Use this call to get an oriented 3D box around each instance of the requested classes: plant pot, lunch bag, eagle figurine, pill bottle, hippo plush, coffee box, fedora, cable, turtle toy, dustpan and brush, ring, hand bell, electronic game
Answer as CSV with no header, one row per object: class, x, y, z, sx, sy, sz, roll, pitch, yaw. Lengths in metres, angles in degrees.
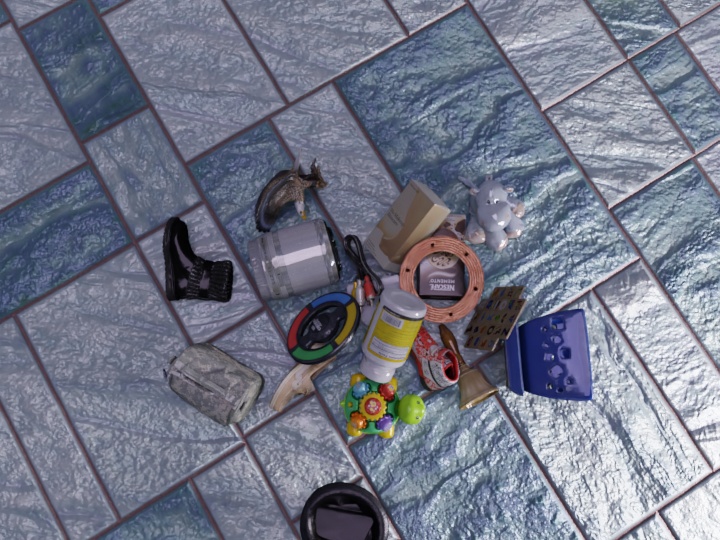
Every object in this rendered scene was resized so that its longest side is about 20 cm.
plant pot,0.419,0.196,1.507,0.178,0.200,0.202,-4,80,11
lunch bag,-0.334,0.256,1.503,0.199,0.168,0.140,31,81,5
eagle figurine,-0.177,-0.183,1.584,0.198,0.152,0.152,-21,62,-3
pill bottle,0.067,0.151,1.507,0.110,0.111,0.201,23,112,3
hippo plush,0.331,-0.157,1.588,0.158,0.161,0.202,-3,80,-1
coffee box,0.195,-0.031,1.605,0.112,0.080,0.202,2,80,0
fedora,-0.036,0.569,1.489,0.198,0.092,0.203,0,80,-1
cable,0.000,0.000,1.570,0.050,0.097,0.202,-2,72,-42
turtle toy,0.050,0.316,1.531,0.198,0.101,0.147,4,80,0
dustpan and brush,0.048,0.124,1.596,0.138,0.057,0.202,-11,74,9
ring,0.188,0.021,1.541,0.198,0.019,0.203,0,90,1
hand bell,0.238,0.217,1.571,0.103,0.104,0.201,-23,69,-5
electronic game,-0.087,0.132,1.538,0.199,0.042,0.201,-22,41,20

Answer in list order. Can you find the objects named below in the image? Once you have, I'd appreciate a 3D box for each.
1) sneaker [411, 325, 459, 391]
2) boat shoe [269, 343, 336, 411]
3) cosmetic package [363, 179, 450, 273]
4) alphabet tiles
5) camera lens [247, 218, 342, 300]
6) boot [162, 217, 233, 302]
sneaker,0.164,0.178,1.545,0.067,0.108,0.203,-17,84,-36
boat shoe,-0.133,0.257,1.553,0.069,0.074,0.200,37,81,11
cosmetic package,0.108,-0.102,1.562,0.201,0.071,0.105,-53,52,19
alphabet tiles,0.308,0.109,1.524,0.006,0.200,0.167,32,78,-14
camera lens,-0.152,-0.025,1.559,0.198,0.160,0.161,-16,80,-3
boot,-0.387,-0.026,1.595,0.156,0.079,0.213,-3,90,6
